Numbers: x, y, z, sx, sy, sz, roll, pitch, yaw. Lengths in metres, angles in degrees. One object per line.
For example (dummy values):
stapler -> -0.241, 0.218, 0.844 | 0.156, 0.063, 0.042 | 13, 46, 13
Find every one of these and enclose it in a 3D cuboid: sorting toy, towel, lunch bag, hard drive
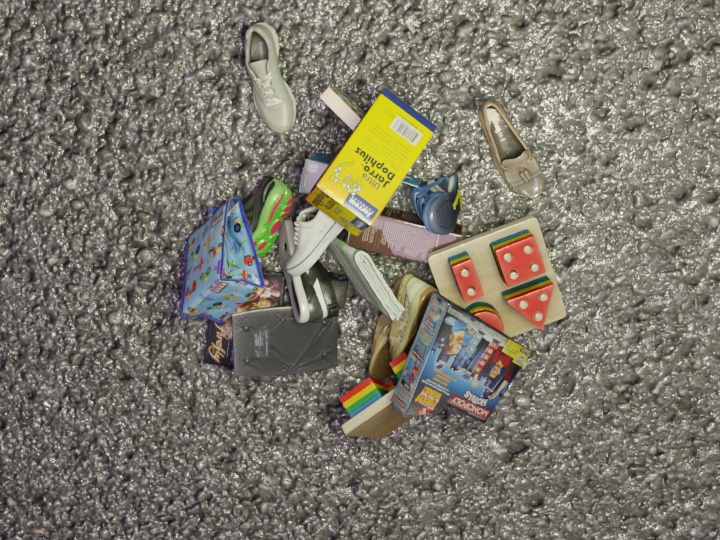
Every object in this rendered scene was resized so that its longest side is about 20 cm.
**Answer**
sorting toy -> 0.069, 0.225, 1.624 | 0.200, 0.199, 0.070 | -37, 68, 10
towel -> 0.000, 0.000, 1.560 | 0.031, 0.200, 0.149 | -35, 115, -9
sorting toy -> 0.244, 0.036, 1.528 | 0.199, 0.070, 0.199 | -21, 110, 3
lunch bag -> -0.264, -0.029, 1.602 | 0.150, 0.094, 0.201 | -37, 53, 39
hard drive -> -0.144, 0.129, 1.665 | 0.199, 0.042, 0.135 | -4, 106, -13

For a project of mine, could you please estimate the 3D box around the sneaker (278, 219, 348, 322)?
sneaker -> -0.084, -0.002, 1.647 | 0.111, 0.073, 0.201 | -5, 73, -23

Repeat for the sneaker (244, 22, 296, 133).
sneaker -> -0.172, -0.342, 1.571 | 0.075, 0.092, 0.201 | -14, 100, 10

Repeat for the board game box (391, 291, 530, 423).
board game box -> 0.153, 0.169, 1.479 | 0.200, 0.062, 0.200 | 30, 96, -28

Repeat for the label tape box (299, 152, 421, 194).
label tape box -> 0.003, -0.154, 1.565 | 0.199, 0.143, 0.066 | 15, 103, 3

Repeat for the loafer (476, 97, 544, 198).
loafer -> 0.265, -0.213, 1.564 | 0.072, 0.063, 0.200 | -29, 97, 12

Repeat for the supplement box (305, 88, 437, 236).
supplement box -> 0.016, -0.172, 1.419 | 0.109, 0.109, 0.200 | 35, 76, -6

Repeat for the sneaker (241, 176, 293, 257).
sneaker -> -0.197, -0.091, 1.647 | 0.200, 0.077, 0.084 | -52, 54, 22

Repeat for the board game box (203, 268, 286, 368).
board game box -> -0.223, 0.093, 1.699 | 0.135, 0.035, 0.201 | 10, 103, 4

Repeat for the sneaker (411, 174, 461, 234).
sneaker -> 0.127, -0.111, 1.538 | 0.082, 0.200, 0.074 | -3, 109, 16

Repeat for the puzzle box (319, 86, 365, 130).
puzzle box -> 0.015, -0.246, 1.550 | 0.200, 0.133, 0.025 | 44, 103, -5

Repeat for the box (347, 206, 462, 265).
box -> 0.082, -0.065, 1.599 | 0.199, 0.100, 0.075 | 13, 104, 4

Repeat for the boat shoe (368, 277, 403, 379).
boat shoe -> 0.062, 0.111, 1.659 | 0.071, 0.065, 0.201 | 12, 110, -32

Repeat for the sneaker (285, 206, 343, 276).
sneaker -> -0.084, -0.070, 1.526 | 0.071, 0.073, 0.200 | 32, 126, -14

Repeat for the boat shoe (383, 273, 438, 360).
boat shoe -> 0.086, 0.090, 1.577 | 0.063, 0.073, 0.200 | 39, 134, 24
